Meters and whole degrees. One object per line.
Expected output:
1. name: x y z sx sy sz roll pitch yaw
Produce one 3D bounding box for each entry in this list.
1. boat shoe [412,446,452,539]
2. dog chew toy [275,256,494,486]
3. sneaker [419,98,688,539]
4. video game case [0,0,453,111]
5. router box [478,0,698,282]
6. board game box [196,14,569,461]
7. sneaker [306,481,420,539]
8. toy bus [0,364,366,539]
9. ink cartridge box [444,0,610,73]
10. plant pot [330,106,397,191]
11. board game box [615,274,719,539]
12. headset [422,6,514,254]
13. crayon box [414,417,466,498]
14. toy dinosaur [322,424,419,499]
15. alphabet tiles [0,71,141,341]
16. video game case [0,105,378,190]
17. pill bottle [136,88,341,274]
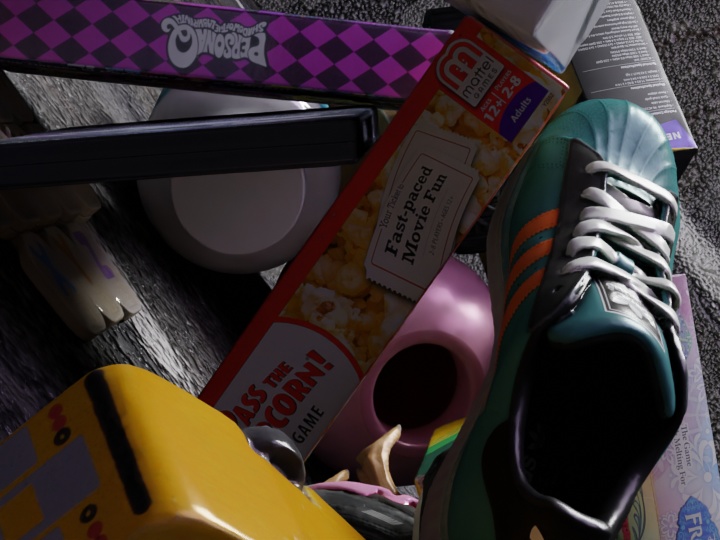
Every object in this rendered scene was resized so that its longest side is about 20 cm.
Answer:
1. boat shoe: 0.055 0.148 0.639 0.063 0.073 0.203 114 -26 -62
2. dog chew toy: 0.004 0.035 1.025 0.125 0.124 0.200 50 -2 -22
3. sneaker: 0.079 0.018 0.629 0.071 0.201 0.080 25 -31 -14
4. video game case: -0.067 -0.100 0.884 0.181 0.198 0.036 -142 -123 -83
5. router box: 0.104 -0.075 1.053 0.200 0.052 0.158 110 -34 -58
6. board game box: 0.000 0.000 0.727 0.046 0.201 0.152 35 5 -1
7. sneaker: 0.030 0.164 0.690 0.200 0.079 0.095 48 26 1
8. toy bus: -0.019 0.108 0.531 0.200 0.078 0.065 48 6 -39
9. ink cartridge box: 0.000 -0.154 0.670 0.199 0.068 0.115 34 5 10
10. plant pot: 0.006 -0.018 1.160 0.200 0.027 0.202 37 -48 56
11. board game box: 0.116 0.108 0.984 0.200 0.043 0.201 171 -91 -68
12. headset: 0.072 -0.061 0.998 0.201 0.093 0.124 -100 -176 -58
13. crayon box: 0.085 0.165 0.841 0.173 0.058 0.202 -20 92 -84
14. toy dinosaur: 0.022 0.129 0.840 0.107 0.060 0.200 54 6 7
15. alphabet tiles: -0.157 -0.057 0.782 0.196 0.015 0.200 52 6 -1
16. video game case: -0.067 -0.050 0.756 0.200 0.141 0.019 -71 157 -82
17. pill bottle: -0.066 -0.063 1.059 0.111 0.111 0.200 51 5 -11
